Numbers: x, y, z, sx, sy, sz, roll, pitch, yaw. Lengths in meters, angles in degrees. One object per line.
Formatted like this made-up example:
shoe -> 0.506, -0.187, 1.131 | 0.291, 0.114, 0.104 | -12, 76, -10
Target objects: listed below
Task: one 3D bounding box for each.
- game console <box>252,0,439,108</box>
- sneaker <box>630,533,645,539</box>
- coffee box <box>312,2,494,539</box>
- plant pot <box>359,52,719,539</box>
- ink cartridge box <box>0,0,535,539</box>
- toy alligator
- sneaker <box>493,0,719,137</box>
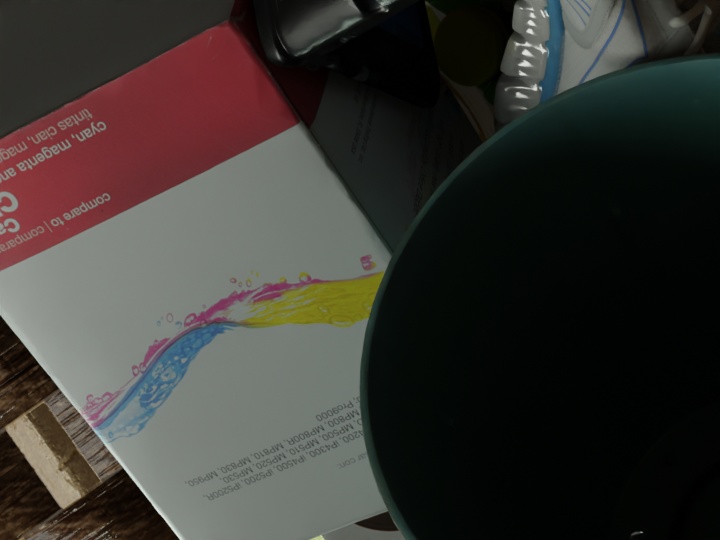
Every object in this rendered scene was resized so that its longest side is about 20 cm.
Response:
game console -> 0.013, -0.171, 0.739 | 0.176, 0.116, 0.201 | -24, 75, 53
sneaker -> 0.135, 0.111, 1.007 | 0.200, 0.093, 0.071 | -125, 42, -65
coffee box -> 0.000, 0.000, 1.070 | 0.200, 0.197, 0.200 | 56, 170, -13
plant pot -> 0.120, 0.059, 0.727 | 0.201, 0.200, 0.161 | 48, 175, 36
ink cartridge box -> -0.039, -0.019, 0.838 | 0.200, 0.144, 0.146 | 55, -157, -25
toy alligator -> 0.090, -0.061, 0.868 | 0.200, 0.059, 0.054 | 53, 129, 13
sneaker -> 0.093, -0.094, 0.733 | 0.086, 0.075, 0.200 | 24, 157, 18
